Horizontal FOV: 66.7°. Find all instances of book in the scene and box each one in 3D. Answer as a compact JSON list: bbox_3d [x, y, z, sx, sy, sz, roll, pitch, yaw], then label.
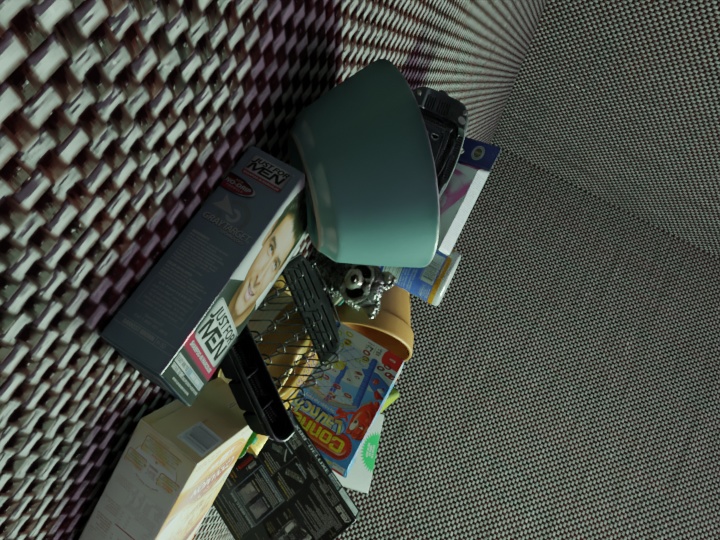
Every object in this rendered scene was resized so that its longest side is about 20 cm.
[{"bbox_3d":[-0.061,0.287,0.942,0.048,0.196,0.137,-26,-136,56],"label":"book"}]

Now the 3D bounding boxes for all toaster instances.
[{"bbox_3d":[0.091,-0.181,0.881,0.129,0.111,0.205,-177,-73,-86],"label":"toaster"}]

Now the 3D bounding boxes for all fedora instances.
[{"bbox_3d":[-0.110,0.102,0.719,0.203,0.080,0.201,-59,169,-19],"label":"fedora"}]

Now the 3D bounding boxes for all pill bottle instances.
[{"bbox_3d":[0.086,-0.025,1.065,0.114,0.196,0.113,-58,168,-21],"label":"pill bottle"}]

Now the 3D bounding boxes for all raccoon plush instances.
[{"bbox_3d":[0.000,0.000,0.874,0.099,0.132,0.200,-66,169,19],"label":"raccoon plush"}]

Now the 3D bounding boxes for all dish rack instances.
[{"bbox_3d":[-0.081,0.073,0.624,0.200,0.053,0.157,-40,113,-51],"label":"dish rack"}]

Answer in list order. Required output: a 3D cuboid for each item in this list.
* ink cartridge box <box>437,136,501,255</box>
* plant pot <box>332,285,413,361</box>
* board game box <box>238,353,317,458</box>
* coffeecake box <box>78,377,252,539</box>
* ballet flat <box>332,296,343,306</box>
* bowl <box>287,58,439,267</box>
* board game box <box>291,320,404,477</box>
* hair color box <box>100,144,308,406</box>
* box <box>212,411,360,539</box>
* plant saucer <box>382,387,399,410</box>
[{"bbox_3d":[0.123,-0.157,0.973,0.043,0.195,0.204,21,96,-46],"label":"ink cartridge box"},{"bbox_3d":[0.025,0.090,1.141,0.201,0.194,0.143,99,6,-62],"label":"plant pot"},{"bbox_3d":[-0.135,0.174,0.773,0.201,0.094,0.030,-53,128,-37],"label":"board game box"},{"bbox_3d":[-0.203,0.234,0.578,0.203,0.072,0.153,-60,171,10],"label":"coffeecake box"},{"bbox_3d":[-0.005,-0.019,1.008,0.201,0.062,0.068,-49,-176,25],"label":"ballet flat"},{"bbox_3d":[-0.009,-0.090,0.537,0.102,0.205,0.202,-15,156,-10],"label":"bowl"},{"bbox_3d":[-0.058,0.186,0.881,0.198,0.196,0.056,-57,169,-29],"label":"board game box"},{"bbox_3d":[-0.121,0.004,0.475,0.203,0.060,0.100,-59,170,-24],"label":"hair color box"},{"bbox_3d":[-0.119,0.314,0.776,0.157,0.201,0.050,-39,168,0],"label":"box"},{"bbox_3d":[-0.029,0.207,1.074,0.048,0.200,0.201,-38,168,-25],"label":"plant saucer"}]
